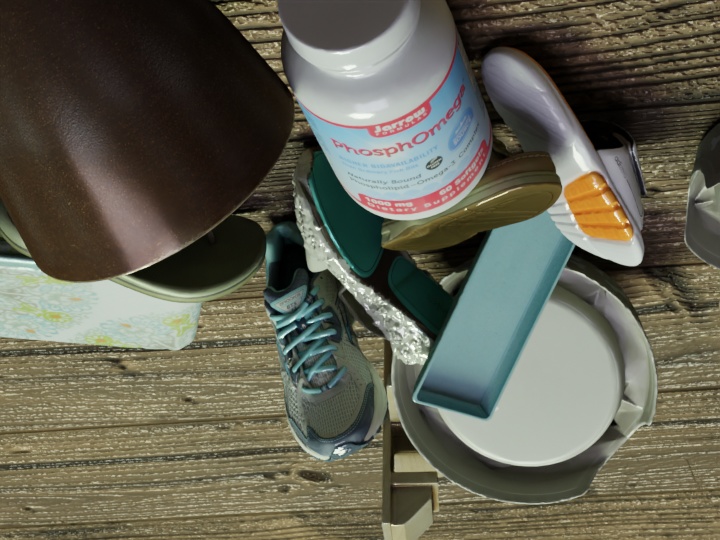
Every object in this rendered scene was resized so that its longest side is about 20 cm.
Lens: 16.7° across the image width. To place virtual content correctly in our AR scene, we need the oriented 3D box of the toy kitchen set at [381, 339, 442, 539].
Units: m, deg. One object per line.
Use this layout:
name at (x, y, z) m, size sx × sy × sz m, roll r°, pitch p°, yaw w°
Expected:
toy kitchen set at (0.107, 0.136, 1.985) m, size 0.179 × 0.164 × 0.200 m, roll 1°, pitch 155°, yaw 3°

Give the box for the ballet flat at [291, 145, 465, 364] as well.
ballet flat at (0.000, 0.000, 1.749) m, size 0.071 × 0.072 × 0.200 m, roll -18°, pitch 123°, yaw 37°

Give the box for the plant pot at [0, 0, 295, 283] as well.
plant pot at (-0.167, -0.129, 1.434) m, size 0.186 × 0.187 × 0.200 m, roll -13°, pitch 127°, yaw 29°

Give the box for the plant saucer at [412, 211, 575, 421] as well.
plant saucer at (0.102, 0.010, 1.741) m, size 0.070 × 0.019 × 0.201 m, roll 16°, pitch 108°, yaw -29°

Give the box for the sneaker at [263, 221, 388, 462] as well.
sneaker at (-0.040, 0.049, 1.783) m, size 0.077 × 0.201 × 0.086 m, roll -25°, pitch 137°, yaw 11°

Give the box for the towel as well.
towel at (-0.218, 0.007, 1.878) m, size 0.199 × 0.048 × 0.171 m, roll 5°, pitch 158°, yaw -7°

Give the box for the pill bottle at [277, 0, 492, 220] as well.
pill bottle at (0.013, -0.120, 1.508) m, size 0.108 × 0.109 × 0.200 m, roll -4°, pitch 155°, yaw 13°

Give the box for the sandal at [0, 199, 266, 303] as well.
sandal at (-0.162, -0.030, 1.762) m, size 0.200 × 0.080 × 0.057 m, roll 11°, pitch 140°, yaw -17°

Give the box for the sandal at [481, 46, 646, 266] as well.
sandal at (0.149, -0.084, 1.631) m, size 0.079 × 0.059 × 0.207 m, roll 20°, pitch 151°, yaw 43°

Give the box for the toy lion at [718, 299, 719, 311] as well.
toy lion at (0.379, 0.025, 1.858) m, size 0.199 × 0.069 × 0.192 m, roll 14°, pitch 145°, yaw -24°

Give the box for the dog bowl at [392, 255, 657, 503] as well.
dog bowl at (0.125, 0.073, 1.838) m, size 0.199 × 0.059 × 0.201 m, roll 4°, pitch 113°, yaw 10°

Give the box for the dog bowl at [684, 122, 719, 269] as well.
dog bowl at (0.318, -0.056, 1.680) m, size 0.199 × 0.059 × 0.200 m, roll 2°, pitch 155°, yaw 1°

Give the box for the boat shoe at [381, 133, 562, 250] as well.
boat shoe at (0.067, -0.060, 1.648) m, size 0.074 × 0.067 × 0.200 m, roll -1°, pitch 171°, yaw -29°
